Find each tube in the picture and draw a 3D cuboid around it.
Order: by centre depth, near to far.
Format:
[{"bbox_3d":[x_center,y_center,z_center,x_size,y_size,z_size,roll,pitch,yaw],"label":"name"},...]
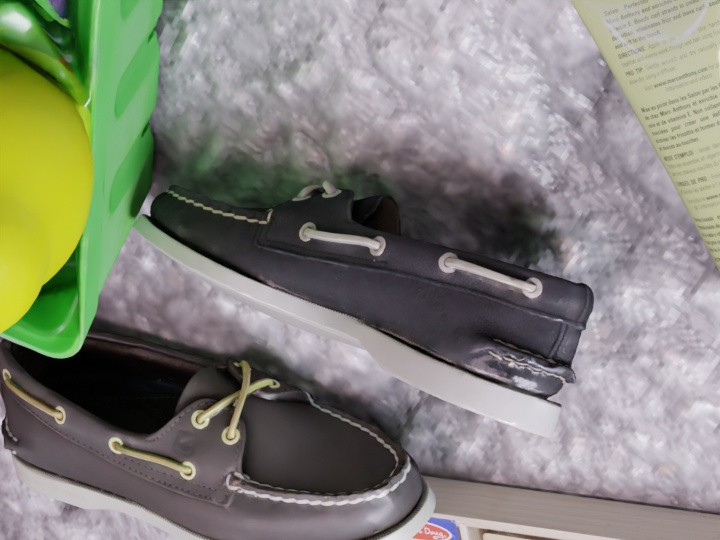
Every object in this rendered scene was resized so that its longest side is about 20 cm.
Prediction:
[{"bbox_3d":[0.140,-0.027,1.022,0.058,0.052,0.201,-29,102,-1],"label":"tube"}]

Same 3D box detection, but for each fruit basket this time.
[{"bbox_3d":[-0.151,-0.055,1.081,0.155,0.216,0.217,21,130,18],"label":"fruit basket"}]

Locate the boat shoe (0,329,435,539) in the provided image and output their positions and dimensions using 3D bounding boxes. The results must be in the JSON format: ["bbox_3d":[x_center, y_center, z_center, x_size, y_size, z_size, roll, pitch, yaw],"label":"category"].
[{"bbox_3d":[-0.064,0.067,1.196,0.200,0.072,0.061,9,129,30],"label":"boat shoe"}]

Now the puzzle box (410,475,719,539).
[{"bbox_3d":[0.102,0.151,1.179,0.199,0.025,0.134,5,122,30],"label":"puzzle box"}]

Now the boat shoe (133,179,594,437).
[{"bbox_3d":[0.000,0.000,1.117,0.199,0.074,0.061,24,91,38],"label":"boat shoe"}]
